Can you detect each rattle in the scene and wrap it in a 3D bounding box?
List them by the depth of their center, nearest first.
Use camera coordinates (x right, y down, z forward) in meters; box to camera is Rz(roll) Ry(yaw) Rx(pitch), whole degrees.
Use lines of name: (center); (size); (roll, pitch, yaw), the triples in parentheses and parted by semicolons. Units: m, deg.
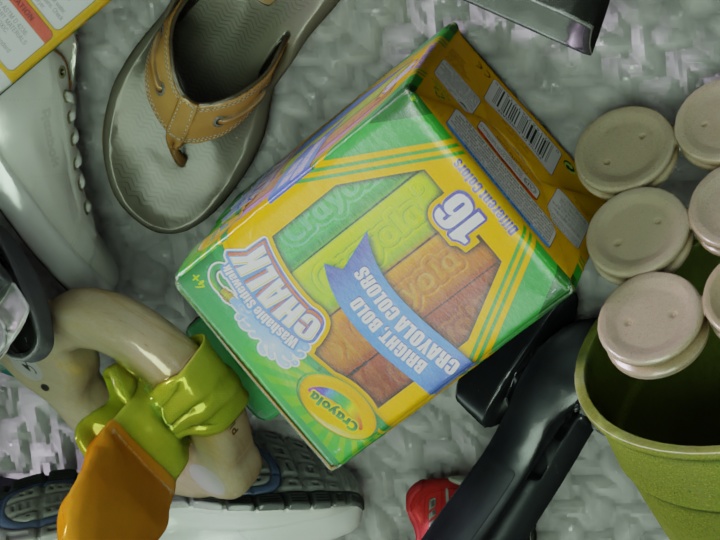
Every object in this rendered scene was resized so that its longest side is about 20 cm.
rattle: (-0.157, 0.081, 1.411); (0.199, 0.130, 0.143); (18, 70, 28)

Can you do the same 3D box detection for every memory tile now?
memory tile: (0.198, -0.034, 1.320); (0.199, 0.154, 0.017); (-16, 141, 13)

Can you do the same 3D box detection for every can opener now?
can opener: (-0.215, -0.033, 1.381); (0.053, 0.067, 0.200); (-41, 69, 13)
can opener: (0.070, 0.105, 1.416); (0.078, 0.063, 0.201); (23, 84, 44)

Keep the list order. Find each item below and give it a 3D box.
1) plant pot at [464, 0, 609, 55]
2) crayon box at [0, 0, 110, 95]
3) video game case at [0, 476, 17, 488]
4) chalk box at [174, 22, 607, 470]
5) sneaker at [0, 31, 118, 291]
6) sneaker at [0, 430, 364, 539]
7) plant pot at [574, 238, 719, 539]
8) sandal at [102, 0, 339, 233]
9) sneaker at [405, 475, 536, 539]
plant pot: (0.045, -0.220, 1.264); (0.199, 0.200, 0.178); (24, 92, 4)
crayon box: (-0.165, -0.170, 1.369); (0.200, 0.052, 0.126); (-42, 98, -14)
video game case: (-0.228, 0.193, 1.570); (0.199, 0.026, 0.182); (7, 111, 10)
chalk box: (0.000, 0.000, 1.389); (0.200, 0.124, 0.125); (-39, 98, 22)
sneaker: (-0.158, -0.074, 1.431); (0.084, 0.073, 0.200); (-33, 114, -6)
sneaker: (-0.095, 0.139, 1.482); (0.199, 0.075, 0.087); (-9, 119, -3)
plant pot: (0.226, 0.099, 1.348); (0.199, 0.201, 0.194); (-15, 118, 18)
sandal: (-0.065, -0.102, 1.405); (0.082, 0.055, 0.200); (38, 114, -2)
sneaker: (0.032, 0.198, 1.490); (0.085, 0.077, 0.201); (17, 102, 13)
